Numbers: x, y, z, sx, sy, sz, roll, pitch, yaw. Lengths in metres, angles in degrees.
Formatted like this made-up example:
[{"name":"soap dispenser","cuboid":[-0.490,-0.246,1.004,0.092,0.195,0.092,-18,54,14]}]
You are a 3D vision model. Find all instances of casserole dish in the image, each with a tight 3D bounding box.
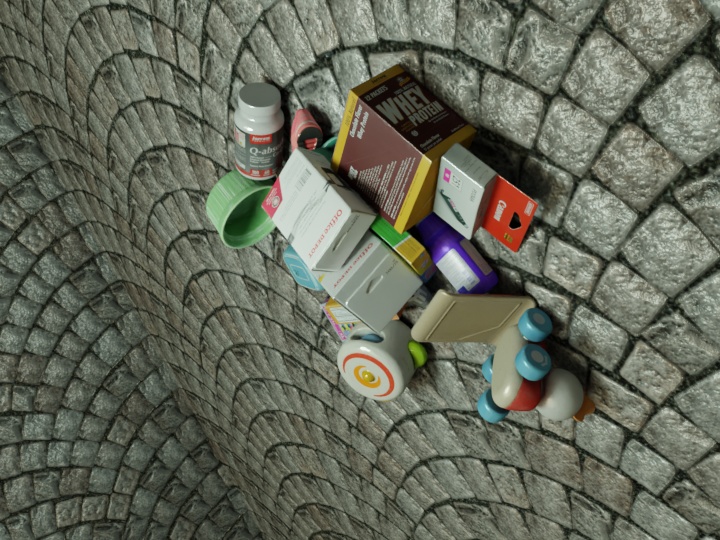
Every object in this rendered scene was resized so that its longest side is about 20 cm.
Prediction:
[{"name":"casserole dish","cuboid":[-0.137,-0.005,1.734,0.122,0.039,0.199,62,161,-18]}]

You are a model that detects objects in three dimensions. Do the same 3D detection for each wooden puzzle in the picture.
[{"name":"wooden puzzle","cuboid":[0.217,0.091,1.377,0.186,0.197,0.038,117,156,-54]}]

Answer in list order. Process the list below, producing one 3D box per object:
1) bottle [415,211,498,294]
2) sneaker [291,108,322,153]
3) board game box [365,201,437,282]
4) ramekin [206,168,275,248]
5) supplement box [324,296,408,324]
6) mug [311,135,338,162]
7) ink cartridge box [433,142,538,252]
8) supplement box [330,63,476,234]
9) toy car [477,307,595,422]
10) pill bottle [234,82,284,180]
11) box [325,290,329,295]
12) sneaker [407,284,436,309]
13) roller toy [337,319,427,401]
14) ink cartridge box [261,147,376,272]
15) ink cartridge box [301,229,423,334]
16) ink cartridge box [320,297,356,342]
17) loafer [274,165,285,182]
[{"name":"bottle","cuboid":[0.181,-0.033,1.378,0.201,0.065,0.084,51,143,7]},{"name":"sneaker","cuboid":[-0.119,-0.277,1.566,0.201,0.073,0.088,102,154,-56]},{"name":"board game box","cuboid":[0.078,-0.056,1.418,0.153,0.040,0.200,43,-179,18]},{"name":"ramekin","cuboid":[-0.287,-0.162,1.755,0.098,0.198,0.201,47,147,24]},{"name":"supplement box","cuboid":[0.012,0.077,1.651,0.198,0.067,0.069,-6,128,40]},{"name":"mug","cuboid":[-0.076,-0.195,1.510,0.114,0.185,0.152,37,168,26]},{"name":"ink cartridge box","cuboid":[0.211,-0.110,1.230,0.173,0.044,0.201,41,164,16]},{"name":"supplement box","cuboid":[0.071,-0.221,1.289,0.200,0.132,0.198,43,146,16]},{"name":"toy car","cuboid":[0.352,0.209,1.333,0.198,0.178,0.185,24,133,-5]},{"name":"pill bottle","cuboid":[-0.232,-0.318,1.611,0.115,0.115,0.202,38,144,23]},{"name":"box","cuboid":[-0.087,-0.054,1.720,0.201,0.051,0.158,54,148,3]},{"name":"sneaker","cuboid":[0.100,0.034,1.543,0.115,0.075,0.200,31,-170,-32]},{"name":"roller toy","cuboid":[0.041,0.212,1.673,0.182,0.140,0.200,37,137,-1]},{"name":"ink cartridge box","cuboid":[-0.083,-0.115,1.353,0.200,0.083,0.146,50,115,30]},{"name":"ink cartridge box","cuboid":[0.000,0.000,1.451,0.146,0.147,0.200,41,-178,-33]},{"name":"ink cartridge box","cuboid":[-0.017,0.114,1.793,0.199,0.042,0.120,-21,102,55]},{"name":"loafer","cuboid":[-0.186,-0.170,1.680,0.074,0.070,0.201,60,165,25]}]
